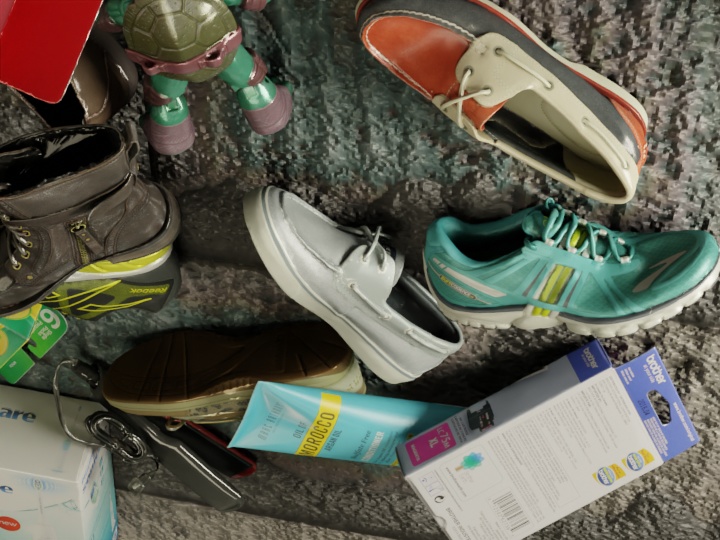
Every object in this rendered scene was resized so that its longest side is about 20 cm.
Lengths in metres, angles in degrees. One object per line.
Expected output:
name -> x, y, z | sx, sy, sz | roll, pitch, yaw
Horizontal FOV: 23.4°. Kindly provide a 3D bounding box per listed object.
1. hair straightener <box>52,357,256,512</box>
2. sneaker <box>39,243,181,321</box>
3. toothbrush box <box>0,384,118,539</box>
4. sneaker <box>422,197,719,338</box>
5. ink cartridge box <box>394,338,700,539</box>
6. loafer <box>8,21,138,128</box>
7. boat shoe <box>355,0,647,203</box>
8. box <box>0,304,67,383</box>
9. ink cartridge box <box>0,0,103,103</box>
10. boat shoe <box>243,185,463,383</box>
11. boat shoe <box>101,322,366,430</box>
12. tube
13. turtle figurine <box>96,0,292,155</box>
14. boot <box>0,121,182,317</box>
hair straightener -> -0.167, 0.136, 1.371 | 0.041, 0.077, 0.200 | -23, 127, 37
sneaker -> -0.221, 0.004, 1.240 | 0.199, 0.075, 0.085 | -1, 138, 17
toothbrush box -> -0.287, 0.188, 1.460 | 0.146, 0.085, 0.200 | 11, 138, 4
sneaker -> 0.135, -0.005, 1.134 | 0.199, 0.078, 0.080 | -3, 128, 19
ink cartridge box -> 0.138, 0.127, 1.266 | 0.200, 0.042, 0.119 | -27, 129, 7
loafer -> -0.218, -0.155, 1.058 | 0.073, 0.071, 0.200 | -30, 120, 36
boat shoe -> 0.084, -0.106, 1.041 | 0.200, 0.063, 0.071 | 27, 140, -13
box -> -0.332, 0.027, 1.320 | 0.200, 0.048, 0.117 | 29, 137, -20
ink cartridge box -> -0.205, -0.206, 0.908 | 0.175, 0.084, 0.200 | 22, 97, -8
boat shoe -> 0.000, 0.001, 1.189 | 0.071, 0.070, 0.201 | -27, 129, 23
boat shoe -> -0.096, 0.087, 1.300 | 0.199, 0.073, 0.063 | -5, 136, 18
tube -> 0.007, 0.116, 1.280 | 0.199, 0.050, 0.078 | 9, 130, -20
turtle figurine -> -0.104, -0.154, 1.019 | 0.149, 0.101, 0.200 | 3, 144, 12
boot -> -0.215, -0.038, 1.104 | 0.200, 0.069, 0.174 | -22, 164, 5
